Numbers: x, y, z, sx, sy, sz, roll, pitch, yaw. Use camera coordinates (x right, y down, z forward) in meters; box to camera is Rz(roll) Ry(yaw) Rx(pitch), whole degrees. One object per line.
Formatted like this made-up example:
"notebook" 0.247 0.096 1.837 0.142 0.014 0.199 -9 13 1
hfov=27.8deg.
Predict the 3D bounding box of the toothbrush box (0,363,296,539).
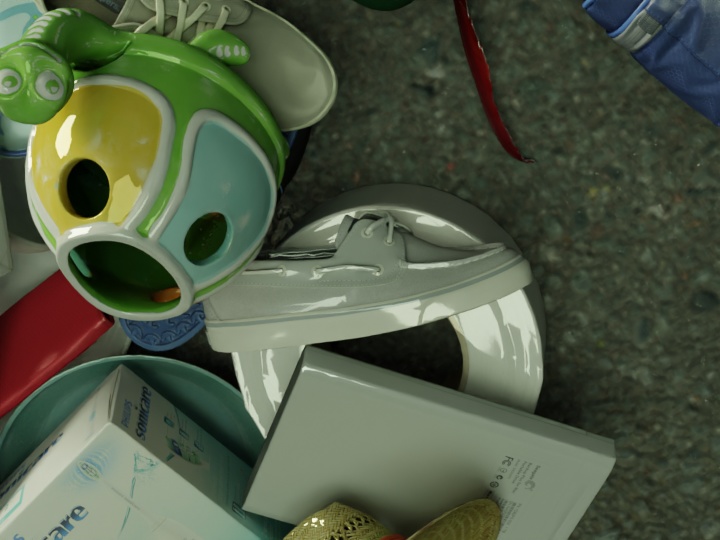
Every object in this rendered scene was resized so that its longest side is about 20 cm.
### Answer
"toothbrush box" -0.134 0.185 0.956 0.146 0.085 0.200 -43 108 12

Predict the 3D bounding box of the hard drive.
"hard drive" 0.040 0.127 0.903 0.199 0.026 0.132 18 126 -8

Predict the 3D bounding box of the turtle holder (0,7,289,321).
"turtle holder" -0.116 -0.059 0.793 0.140 0.132 0.186 8 144 4

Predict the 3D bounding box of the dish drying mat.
"dish drying mat" -0.242 0.067 0.970 0.200 0.077 0.018 -38 138 17

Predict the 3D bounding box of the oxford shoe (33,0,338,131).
"oxford shoe" -0.106 -0.137 0.839 0.199 0.058 0.075 27 94 -9

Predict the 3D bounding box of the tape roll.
"tape roll" 0.020 0.048 0.948 0.201 0.071 0.204 2 107 8

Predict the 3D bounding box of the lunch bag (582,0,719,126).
"lunch bag" 0.219 -0.195 0.812 0.132 0.136 0.200 38 107 -3

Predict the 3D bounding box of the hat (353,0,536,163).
"hat" 0.022 -0.193 0.907 0.165 0.176 0.201 -1 68 11

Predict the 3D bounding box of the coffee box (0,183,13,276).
"coffee box" -0.309 -0.066 0.884 0.199 0.080 0.115 23 127 35

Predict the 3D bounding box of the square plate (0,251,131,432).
"square plate" -0.263 0.056 1.017 0.197 0.028 0.201 22 108 3

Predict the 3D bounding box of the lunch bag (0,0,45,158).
"lunch bag" -0.196 -0.177 0.892 0.160 0.082 0.201 -20 103 -8

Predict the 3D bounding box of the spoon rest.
"spoon rest" -0.264 -0.088 0.948 0.200 0.099 0.061 45 110 6

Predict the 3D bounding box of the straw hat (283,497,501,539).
"straw hat" -0.010 0.192 0.881 0.085 0.201 0.202 39 110 27

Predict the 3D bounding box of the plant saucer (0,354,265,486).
"plant saucer" -0.151 0.141 1.001 0.199 0.036 0.201 -2 113 -4

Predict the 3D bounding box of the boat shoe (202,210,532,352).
"boat shoe" 0.000 0.000 0.868 0.199 0.072 0.069 -9 98 16

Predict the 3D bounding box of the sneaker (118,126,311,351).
"sneaker" -0.086 -0.039 0.934 0.070 0.078 0.200 33 107 3
